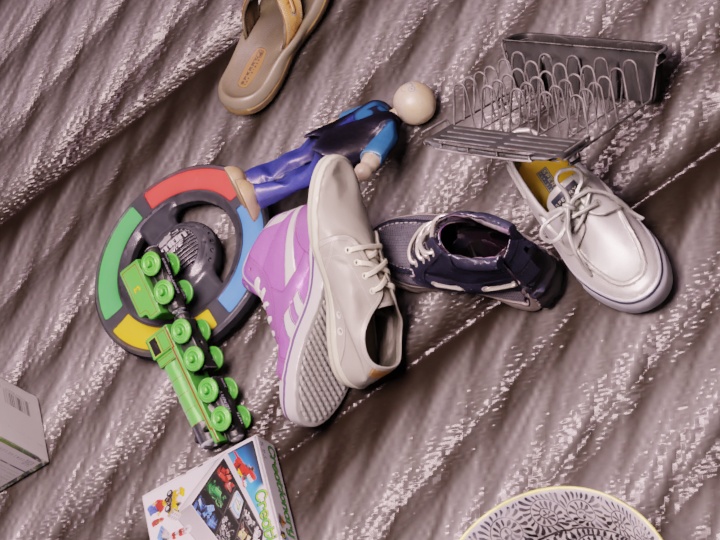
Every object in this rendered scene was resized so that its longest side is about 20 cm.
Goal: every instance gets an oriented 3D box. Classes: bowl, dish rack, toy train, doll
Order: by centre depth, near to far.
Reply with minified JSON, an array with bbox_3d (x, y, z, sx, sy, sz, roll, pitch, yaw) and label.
[{"bbox_3d":[0.155,0.266,1.301,0.200,0.094,0.202,-15,58,26],"label":"bowl"},{"bbox_3d":[0.149,-0.141,1.484,0.153,0.055,0.200,8,27,34],"label":"dish rack"},{"bbox_3d":[-0.159,0.071,1.608,0.056,0.042,0.201,-36,69,27],"label":"toy train"},{"bbox_3d":[-0.019,-0.110,1.619,0.199,0.049,0.136,-28,27,-6],"label":"doll"}]

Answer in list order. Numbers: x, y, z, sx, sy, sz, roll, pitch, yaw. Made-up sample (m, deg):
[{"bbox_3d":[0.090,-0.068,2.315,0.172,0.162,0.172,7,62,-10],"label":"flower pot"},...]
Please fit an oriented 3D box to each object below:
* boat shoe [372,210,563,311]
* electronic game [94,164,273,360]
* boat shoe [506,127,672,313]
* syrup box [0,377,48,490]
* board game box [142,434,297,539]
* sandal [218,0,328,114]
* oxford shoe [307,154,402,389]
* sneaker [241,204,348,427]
[{"bbox_3d":[0.070,-0.024,1.510,0.199,0.093,0.075,10,71,37],"label":"boat shoe"},{"bbox_3d":[-0.167,-0.009,1.686,0.199,0.042,0.201,-15,58,26],"label":"electronic game"},{"bbox_3d":[0.177,-0.051,1.462,0.075,0.086,0.202,-39,51,9],"label":"boat shoe"},{"bbox_3d":[-0.402,0.184,1.706,0.199,0.079,0.082,-30,53,16],"label":"syrup box"},{"bbox_3d":[-0.111,0.254,1.514,0.126,0.035,0.201,-29,54,17],"label":"board game box"},{"bbox_3d":[-0.087,-0.248,1.745,0.080,0.054,0.201,16,75,37],"label":"sandal"},{"bbox_3d":[0.000,0.000,1.518,0.058,0.075,0.201,-6,93,41],"label":"oxford shoe"},{"bbox_3d":[-0.059,0.040,1.576,0.114,0.073,0.201,-5,67,40],"label":"sneaker"}]
